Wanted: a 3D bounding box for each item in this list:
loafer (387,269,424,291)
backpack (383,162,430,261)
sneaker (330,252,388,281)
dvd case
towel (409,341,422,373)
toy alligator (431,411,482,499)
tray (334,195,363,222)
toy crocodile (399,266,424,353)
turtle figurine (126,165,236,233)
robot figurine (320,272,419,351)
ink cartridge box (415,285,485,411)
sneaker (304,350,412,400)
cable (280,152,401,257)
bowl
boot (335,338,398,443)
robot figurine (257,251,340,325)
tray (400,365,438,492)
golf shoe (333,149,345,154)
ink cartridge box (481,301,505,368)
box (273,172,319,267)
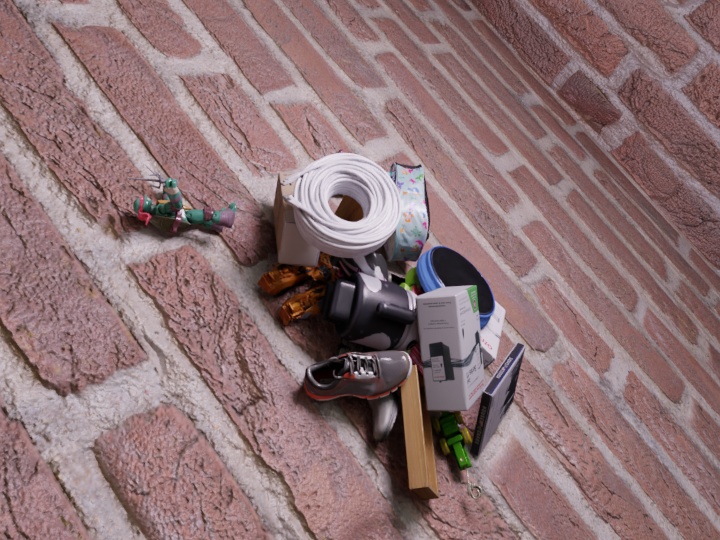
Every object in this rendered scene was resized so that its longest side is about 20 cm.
[{"bbox_3d":[0.065,0.023,1.273,0.195,0.063,0.074,19,45,-26],"label":"loafer"},{"bbox_3d":[0.088,-0.125,1.339,0.145,0.179,0.206,-2,58,-12],"label":"backpack"},{"bbox_3d":[0.000,0.000,1.153,0.201,0.084,0.082,58,26,-49],"label":"sneaker"},{"bbox_3d":[0.282,0.259,1.189,0.024,0.155,0.199,20,31,27],"label":"dvd case"},{"bbox_3d":[0.131,0.169,1.234,0.146,0.023,0.198,51,41,11],"label":"towel"},{"bbox_3d":[0.186,0.335,1.112,0.054,0.058,0.205,55,13,-60],"label":"toy alligator"},{"bbox_3d":[-0.018,-0.099,1.202,0.036,0.202,0.101,0,53,-28],"label":"tray"},{"bbox_3d":[0.101,0.086,1.205,0.067,0.061,0.204,32,54,-19],"label":"toy crocodile"},{"bbox_3d":[-0.330,-0.117,1.049,0.195,0.104,0.149,14,6,-32],"label":"turtle figurine"},{"bbox_3d":[0.026,0.081,1.084,0.195,0.127,0.152,18,25,-22],"label":"robot figurine"},{"bbox_3d":[0.169,0.139,1.074,0.146,0.080,0.208,-13,98,-64],"label":"ink cartridge box"},{"bbox_3d":[-0.005,0.176,0.999,0.193,0.083,0.079,-13,61,-2],"label":"sneaker"},{"bbox_3d":[-0.026,-0.116,1.048,0.198,0.070,0.200,-37,76,-28],"label":"cable"},{"bbox_3d":[0.205,0.031,1.234,0.197,0.040,0.204,28,35,-21],"label":"bowl"},{"bbox_3d":[0.002,0.210,1.070,0.127,0.069,0.203,22,39,-13],"label":"boot"},{"bbox_3d":[-0.098,0.025,1.140,0.198,0.058,0.147,-25,76,-48],"label":"robot figurine"},{"bbox_3d":[0.102,0.284,1.028,0.099,0.036,0.206,59,25,-56],"label":"tray"},{"bbox_3d":[-0.060,-0.217,1.373,0.092,0.073,0.200,44,40,1],"label":"golf shoe"},{"bbox_3d":[0.232,0.115,1.283,0.144,0.084,0.201,42,32,-3],"label":"ink cartridge box"},{"bbox_3d":[-0.126,-0.104,1.155,0.075,0.097,0.202,5,32,-16],"label":"box"}]
